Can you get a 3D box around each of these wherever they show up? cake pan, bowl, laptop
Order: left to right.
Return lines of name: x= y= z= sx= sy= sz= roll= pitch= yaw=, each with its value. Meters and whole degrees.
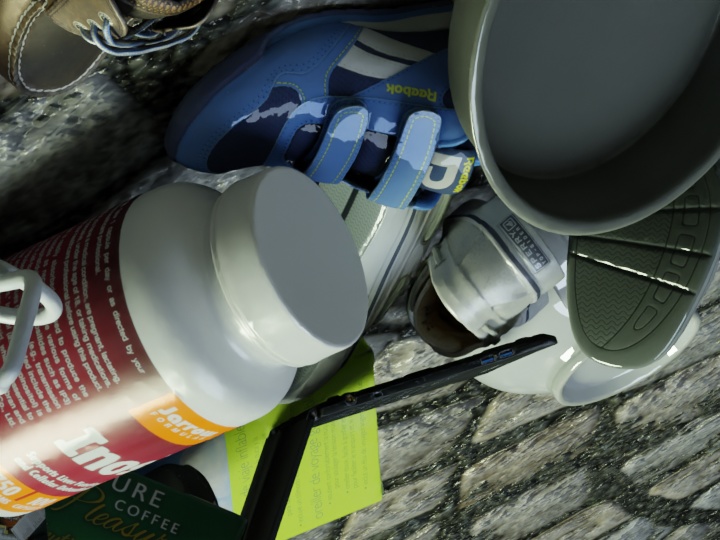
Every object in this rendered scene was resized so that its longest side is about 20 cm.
laptop: x=0.004 y=0.115 z=1.341 sx=0.200 sy=0.103 sz=0.177 roll=-17 pitch=176 yaw=-11
bowl: x=0.134 y=0.016 z=1.504 sx=0.201 sy=0.090 sz=0.201 roll=-24 pitch=158 yaw=-10
cake pan: x=0.115 y=-0.114 z=1.158 sx=0.200 sy=0.037 sz=0.201 roll=-22 pitch=127 yaw=-32

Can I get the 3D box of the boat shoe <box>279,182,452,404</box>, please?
boat shoe: x=0.000 y=0.000 z=1.328 sx=0.067 sy=0.074 sz=0.200 roll=-12 pitch=153 yaw=-34

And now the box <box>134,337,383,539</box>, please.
box: x=-0.086 y=0.112 z=1.451 sx=0.200 sy=0.048 sz=0.122 roll=-21 pitch=134 yaw=-18

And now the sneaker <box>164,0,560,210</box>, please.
sneaker: x=0.007 y=-0.070 z=1.176 sx=0.200 sy=0.082 sz=0.074 roll=-14 pitch=155 yaw=-29

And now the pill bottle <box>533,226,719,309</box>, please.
pill bottle: x=0.174 y=-0.063 z=1.350 sx=0.200 sy=0.113 sz=0.112 roll=-30 pitch=158 yaw=3

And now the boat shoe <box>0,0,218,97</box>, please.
boat shoe: x=-0.090 y=-0.119 z=0.962 sx=0.072 sy=0.072 sz=0.200 roll=-13 pitch=153 yaw=-33

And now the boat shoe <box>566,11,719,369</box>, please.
boat shoe: x=0.152 y=-0.048 z=1.263 sx=0.074 sy=0.202 sz=0.065 roll=9 pitch=171 yaw=22

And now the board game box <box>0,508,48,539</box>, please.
board game box: x=-0.207 y=0.122 z=1.177 sx=0.023 sy=0.105 sz=0.200 roll=-1 pitch=-174 yaw=27

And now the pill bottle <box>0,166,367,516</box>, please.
pill bottle: x=-0.102 y=0.029 z=1.163 sx=0.200 sy=0.113 sz=0.113 roll=-24 pitch=162 yaw=28

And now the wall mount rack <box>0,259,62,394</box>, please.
wall mount rack: x=-0.225 y=0.012 z=1.020 sx=0.200 sy=0.075 sz=0.174 roll=29 pitch=153 yaw=-35

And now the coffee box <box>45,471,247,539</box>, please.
coffee box: x=-0.148 y=0.191 z=1.287 sx=0.044 sy=0.123 sz=0.200 roll=103 pitch=9 yaw=-63

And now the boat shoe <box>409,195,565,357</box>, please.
boat shoe: x=0.055 y=0.010 z=1.325 sx=0.070 sy=0.071 sz=0.200 roll=-39 pitch=-179 yaw=-4

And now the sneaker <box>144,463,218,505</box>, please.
sneaker: x=-0.153 y=0.177 z=1.353 sx=0.200 sy=0.074 sz=0.085 roll=-50 pitch=141 yaw=-6
